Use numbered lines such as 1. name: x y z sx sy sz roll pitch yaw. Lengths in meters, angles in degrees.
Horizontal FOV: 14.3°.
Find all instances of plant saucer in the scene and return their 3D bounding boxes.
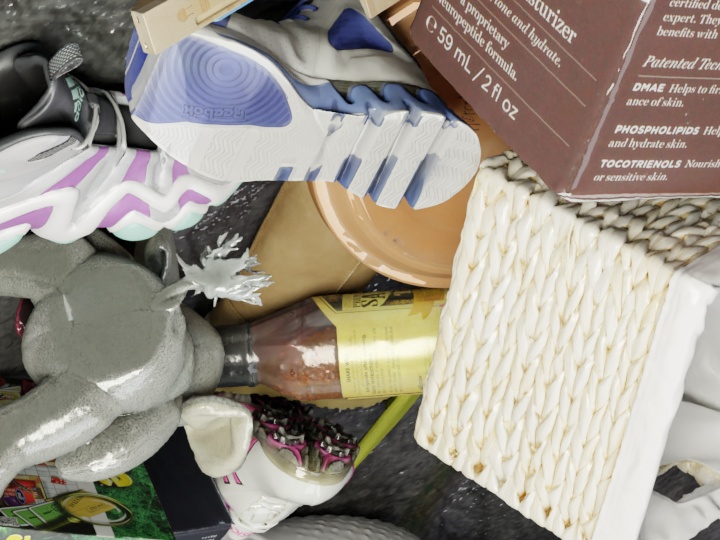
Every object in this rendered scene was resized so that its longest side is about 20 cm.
1. plant saucer: 0.066 -0.077 1.637 0.200 0.032 0.201 -9 121 -16

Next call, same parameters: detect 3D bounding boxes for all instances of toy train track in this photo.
1. toy train track: -0.041 -0.167 1.451 0.200 0.033 0.115 -35 123 -30

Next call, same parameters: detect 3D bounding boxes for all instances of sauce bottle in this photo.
1. sauce bottle: -0.006 0.045 1.700 0.200 0.066 0.066 -4 148 1

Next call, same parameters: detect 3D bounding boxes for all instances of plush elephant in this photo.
1. plush elephant: -0.139 0.049 1.619 0.200 0.165 0.155 -17 158 -1

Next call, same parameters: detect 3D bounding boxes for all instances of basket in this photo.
1. basket: 0.158 0.030 1.588 0.198 0.161 0.200 -26 136 -47

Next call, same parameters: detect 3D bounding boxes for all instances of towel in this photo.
1. towel: 0.051 0.051 1.878 0.200 0.018 0.086 -54 173 38

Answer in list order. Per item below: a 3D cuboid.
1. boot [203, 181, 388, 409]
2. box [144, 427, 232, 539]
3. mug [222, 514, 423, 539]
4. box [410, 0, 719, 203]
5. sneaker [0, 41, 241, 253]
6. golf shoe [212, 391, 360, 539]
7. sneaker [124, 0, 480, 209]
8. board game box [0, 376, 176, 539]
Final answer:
1. boot: 0.000 0.000 1.753 0.175 0.066 0.200 -1 140 -38
2. box: -0.221 0.179 1.794 0.200 0.123 0.198 -4 143 -36
3. mug: -0.039 0.249 2.050 0.175 0.148 0.200 -5 174 -45
4. box: 0.158 -0.162 1.487 0.164 0.166 0.200 -2 126 -35
5. sneaker: -0.143 -0.077 1.507 0.200 0.078 0.140 -16 149 -19
6. golf shoe: -0.052 0.129 1.782 0.072 0.200 0.092 15 92 -13
7. sneaker: -0.039 -0.103 1.525 0.199 0.115 0.081 15 122 -28
8. board game box: -0.176 0.113 1.647 0.105 0.200 0.023 9 110 -21
